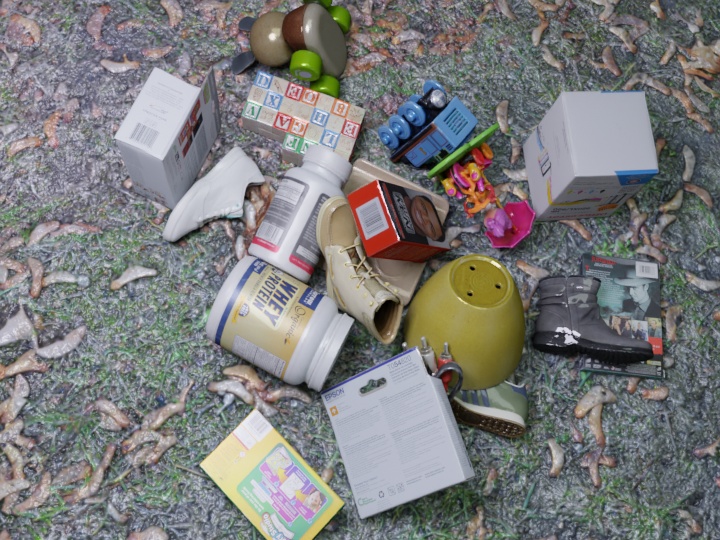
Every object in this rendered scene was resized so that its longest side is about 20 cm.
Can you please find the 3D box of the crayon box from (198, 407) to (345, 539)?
[{"bbox_3d":[-0.132,0.321,1.266,0.119,0.058,0.200,-43,81,-17],"label":"crayon box"}]

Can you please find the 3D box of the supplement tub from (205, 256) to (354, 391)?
[{"bbox_3d":[-0.121,0.084,1.300,0.197,0.145,0.146,27,70,3],"label":"supplement tub"}]

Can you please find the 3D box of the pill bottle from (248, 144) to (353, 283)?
[{"bbox_3d":[-0.090,-0.093,1.357,0.109,0.111,0.203,26,84,3],"label":"pill bottle"}]

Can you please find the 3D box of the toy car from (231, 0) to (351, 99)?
[{"bbox_3d":[-0.133,-0.393,1.483,0.196,0.158,0.168,2,74,22],"label":"toy car"}]

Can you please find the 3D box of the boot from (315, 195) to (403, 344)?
[{"bbox_3d":[0.000,0.000,1.290,0.072,0.204,0.155,-19,34,-25],"label":"boot"}]

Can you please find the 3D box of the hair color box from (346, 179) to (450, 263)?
[{"bbox_3d":[0.063,-0.072,1.314,0.060,0.199,0.103,-25,77,24],"label":"hair color box"}]

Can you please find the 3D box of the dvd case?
[{"bbox_3d":[0.439,0.076,1.437,0.142,0.022,0.205,6,73,-5],"label":"dvd case"}]

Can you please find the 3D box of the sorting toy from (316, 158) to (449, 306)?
[{"bbox_3d":[0.033,-0.063,1.429,0.182,0.037,0.203,25,75,2],"label":"sorting toy"}]

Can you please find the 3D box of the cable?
[{"bbox_3d":[0.119,0.199,1.290,0.095,0.204,0.050,0,25,22],"label":"cable"}]

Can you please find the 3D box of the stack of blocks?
[{"bbox_3d":[-0.101,-0.246,1.451,0.196,0.059,0.117,20,77,0],"label":"stack of blocks"}]

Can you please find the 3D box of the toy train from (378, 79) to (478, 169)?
[{"bbox_3d":[0.106,-0.231,1.411,0.114,0.200,0.087,47,66,-6],"label":"toy train"}]

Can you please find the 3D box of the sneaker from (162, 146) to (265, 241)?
[{"bbox_3d":[-0.236,-0.109,1.393,0.088,0.075,0.201,43,70,-4],"label":"sneaker"}]

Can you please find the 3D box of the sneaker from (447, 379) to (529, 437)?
[{"bbox_3d":[0.175,0.190,1.350,0.196,0.068,0.091,19,55,5],"label":"sneaker"}]

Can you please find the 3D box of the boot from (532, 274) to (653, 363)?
[{"bbox_3d":[0.380,0.072,1.381,0.195,0.070,0.134,9,70,16],"label":"boot"}]

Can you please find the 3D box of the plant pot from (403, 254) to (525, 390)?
[{"bbox_3d":[0.172,0.060,1.314,0.195,0.143,0.203,3,53,-4],"label":"plant pot"}]

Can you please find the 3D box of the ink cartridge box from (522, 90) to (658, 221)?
[{"bbox_3d":[0.378,-0.187,1.421,0.144,0.200,0.148,-3,74,-8],"label":"ink cartridge box"}]

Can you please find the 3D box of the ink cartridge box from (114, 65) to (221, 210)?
[{"bbox_3d":[-0.297,-0.220,1.348,0.082,0.200,0.178,23,70,2],"label":"ink cartridge box"}]

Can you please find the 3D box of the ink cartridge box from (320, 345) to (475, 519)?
[{"bbox_3d":[0.051,0.241,1.263,0.197,0.040,0.204,-27,75,30],"label":"ink cartridge box"}]

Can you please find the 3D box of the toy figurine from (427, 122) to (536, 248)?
[{"bbox_3d":[0.212,-0.120,1.405,0.149,0.200,0.186,-35,90,27],"label":"toy figurine"}]
